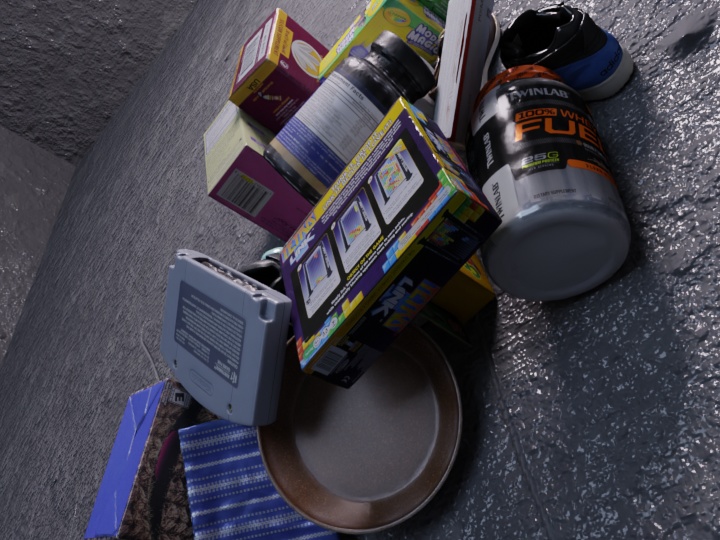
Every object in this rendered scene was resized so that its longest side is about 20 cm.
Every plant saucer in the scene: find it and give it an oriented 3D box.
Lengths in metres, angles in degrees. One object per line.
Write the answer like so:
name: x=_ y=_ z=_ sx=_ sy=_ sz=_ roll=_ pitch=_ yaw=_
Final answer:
plant saucer: x=-0.001 y=0.137 z=0.624 sx=0.197 sy=0.037 sz=0.204 roll=-5 pitch=72 yaw=15

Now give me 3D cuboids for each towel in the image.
towel: x=-0.096 y=0.239 z=0.644 sx=0.143 sy=0.024 sz=0.203 roll=-12 pitch=76 yaw=-1

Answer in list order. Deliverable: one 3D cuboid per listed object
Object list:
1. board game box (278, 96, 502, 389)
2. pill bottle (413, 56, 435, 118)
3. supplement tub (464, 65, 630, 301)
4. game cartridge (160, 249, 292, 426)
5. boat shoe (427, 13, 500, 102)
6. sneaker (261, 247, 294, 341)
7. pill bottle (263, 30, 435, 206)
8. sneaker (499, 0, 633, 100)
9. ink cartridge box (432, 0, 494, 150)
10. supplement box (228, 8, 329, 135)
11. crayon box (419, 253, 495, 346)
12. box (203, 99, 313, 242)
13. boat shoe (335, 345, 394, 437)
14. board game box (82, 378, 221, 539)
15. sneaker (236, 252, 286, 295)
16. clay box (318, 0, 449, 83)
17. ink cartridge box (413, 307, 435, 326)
board game box: x=0.012 y=-0.026 z=0.582 sx=0.200 sy=0.056 sz=0.166 roll=-49 pitch=33 yaw=23
pill bottle: x=0.017 y=-0.198 z=0.899 sx=0.199 sy=0.110 sz=0.112 roll=-31 pitch=42 yaw=38
supplement tub: x=0.159 y=-0.085 z=0.598 sx=0.122 sy=0.122 sz=0.202 roll=-34 pitch=40 yaw=34
game cartridge: x=-0.138 y=0.066 z=0.656 sx=0.199 sy=0.041 sz=0.135 roll=22 pitch=111 yaw=47
boat shoe: x=0.129 y=-0.278 z=0.848 sx=0.071 sy=0.059 sz=0.202 roll=-21 pitch=45 yaw=47
sneaker: x=-0.093 y=0.085 z=0.837 sx=0.140 sy=0.077 sz=0.203 roll=50 pitch=137 yaw=49
pill bottle: x=-0.010 y=-0.170 z=0.769 sx=0.200 sy=0.112 sz=0.112 roll=-47 pitch=33 yaw=3
sneaker: x=0.169 y=-0.214 z=0.698 sx=0.199 sy=0.111 sz=0.078 roll=0 pitch=64 yaw=55
ink cartridge box: x=0.111 y=-0.208 z=0.675 sx=0.200 sy=0.056 sz=0.165 roll=-111 pitch=28 yaw=-79
supplement box: x=-0.087 y=-0.273 z=1.023 sx=0.103 sy=0.199 sz=0.132 roll=-31 pitch=41 yaw=36
crayon box: x=0.064 y=-0.029 z=0.684 sx=0.051 sy=0.126 sz=0.201 roll=-43 pitch=37 yaw=24
box: x=-0.143 y=-0.156 z=1.029 sx=0.097 sy=0.175 sz=0.201 roll=-46 pitch=35 yaw=20
boat shoe: x=-0.001 y=0.157 z=0.678 sx=0.202 sy=0.069 sz=0.071 roll=-61 pitch=32 yaw=-2
board game box: x=-0.168 y=0.235 z=0.727 sx=0.096 sy=0.199 sz=0.161 roll=-24 pitch=46 yaw=44
sneaker: x=-0.135 y=0.043 z=0.750 sx=0.200 sy=0.111 sz=0.073 roll=-44 pitch=77 yaw=27
clay box: x=0.042 y=-0.316 z=0.939 sx=0.199 sy=0.114 sz=0.048 roll=-38 pitch=38 yaw=42
ink cartridge box: x=0.000 y=0.000 z=0.789 sx=0.144 sy=0.083 sz=0.202 roll=-39 pitch=36 yaw=29
